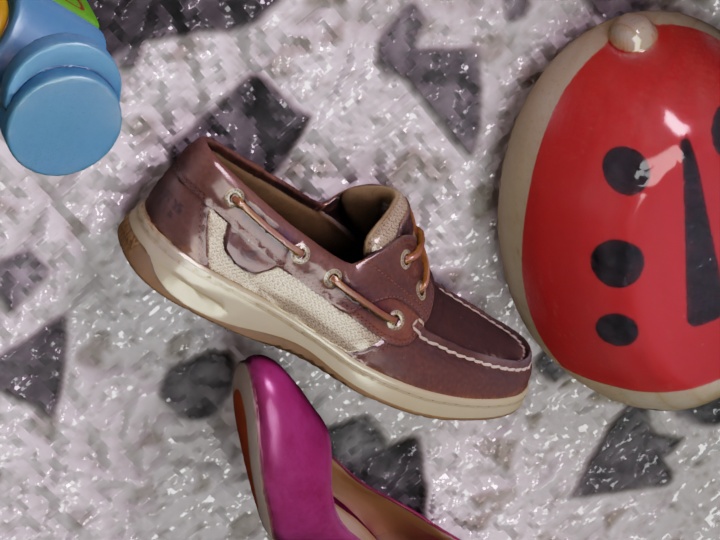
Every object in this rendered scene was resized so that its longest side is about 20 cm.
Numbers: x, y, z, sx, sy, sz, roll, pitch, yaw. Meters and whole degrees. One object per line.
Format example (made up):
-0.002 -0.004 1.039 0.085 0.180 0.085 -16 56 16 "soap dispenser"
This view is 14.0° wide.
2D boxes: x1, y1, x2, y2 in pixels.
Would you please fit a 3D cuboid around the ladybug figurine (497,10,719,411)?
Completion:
0.128 -0.018 1.230 0.135 0.072 0.201 -23 128 -8 "ladybug figurine"

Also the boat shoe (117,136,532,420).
0.000 0.000 1.189 0.199 0.072 0.072 25 111 -28 "boat shoe"

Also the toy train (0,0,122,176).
-0.170 -0.110 1.008 0.199 0.116 0.085 31 106 -36 "toy train"

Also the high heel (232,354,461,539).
0.004 0.093 1.252 0.095 0.068 0.201 -16 142 -1 "high heel"
